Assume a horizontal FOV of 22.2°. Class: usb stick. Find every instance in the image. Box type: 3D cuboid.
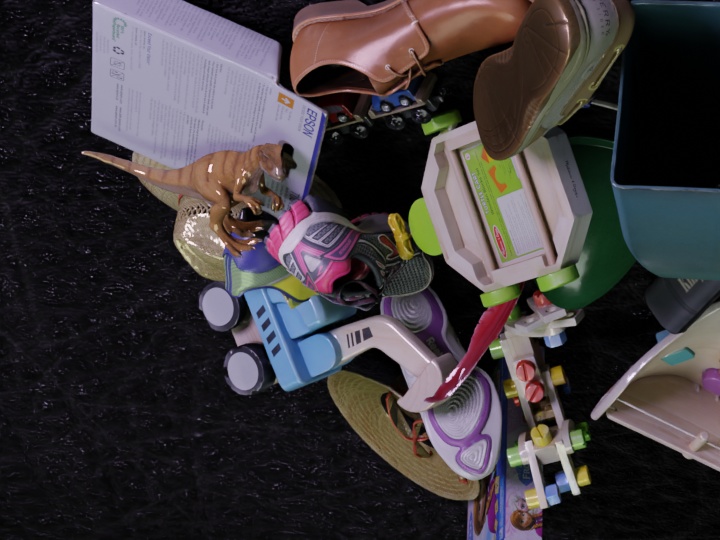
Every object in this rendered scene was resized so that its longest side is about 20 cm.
[{"bbox_3d":[0.286,-0.004,1.521,0.032,0.056,0.200,-20,162,-20],"label":"usb stick"}]

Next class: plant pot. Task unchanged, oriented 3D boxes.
[{"bbox_3d":[0.255,-0.074,1.291,0.140,0.143,0.200,3,157,12],"label":"plant pot"}]

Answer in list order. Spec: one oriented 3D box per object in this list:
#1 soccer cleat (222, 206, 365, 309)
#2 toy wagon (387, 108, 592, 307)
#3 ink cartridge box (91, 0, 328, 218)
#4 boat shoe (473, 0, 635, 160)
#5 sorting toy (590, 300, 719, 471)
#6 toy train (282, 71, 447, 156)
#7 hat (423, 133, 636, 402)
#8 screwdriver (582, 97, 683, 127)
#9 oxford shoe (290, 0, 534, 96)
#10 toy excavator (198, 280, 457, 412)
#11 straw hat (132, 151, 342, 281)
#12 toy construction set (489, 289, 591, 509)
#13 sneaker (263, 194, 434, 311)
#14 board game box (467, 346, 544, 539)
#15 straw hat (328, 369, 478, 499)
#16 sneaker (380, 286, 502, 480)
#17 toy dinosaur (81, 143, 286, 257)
[{"bbox_3d":[-0.036,-0.008,1.588,0.199,0.085,0.065,3,-162,-39],"label":"soccer cleat"},{"bbox_3d":[0.096,-0.052,1.429,0.039,0.157,0.199,-19,180,-37],"label":"toy wagon"},{"bbox_3d":[-0.117,-0.131,1.447,0.198,0.041,0.200,26,153,3],"label":"ink cartridge box"},{"bbox_3d":[0.133,-0.132,1.270,0.066,0.075,0.200,-13,168,-18],"label":"boat shoe"},{"bbox_3d":[0.340,0.096,1.655,0.198,0.107,0.181,25,142,-3],"label":"sorting toy"},{"bbox_3d":[-0.013,-0.127,1.452,0.199,0.034,0.046,-10,133,42],"label":"toy train"},{"bbox_3d":[0.167,0.015,1.471,0.164,0.178,0.200,16,155,-4],"label":"hat"},{"bbox_3d":[0.186,-0.119,1.368,0.198,0.028,0.029,18,111,-11],"label":"screwdriver"},{"bbox_3d":[0.039,-0.159,1.311,0.198,0.072,0.071,-10,144,28],"label":"oxford shoe"},{"bbox_3d":[-0.025,0.058,1.683,0.199,0.196,0.100,-26,174,34],"label":"toy excavator"},{"bbox_3d":[-0.117,-0.038,1.621,0.199,0.086,0.202,12,155,6],"label":"straw hat"},{"bbox_3d":[0.164,0.106,1.688,0.091,0.131,0.202,-2,109,8],"label":"toy construction set"},{"bbox_3d":[0.000,0.000,1.508,0.075,0.081,0.199,48,-159,28],"label":"sneaker"},{"bbox_3d":[0.144,0.204,1.839,0.041,0.202,0.200,6,155,-5],"label":"board game box"},{"bbox_3d":[0.068,0.139,1.857,0.200,0.085,0.202,36,159,16],"label":"straw hat"},{"bbox_3d":[0.083,0.106,1.721,0.074,0.202,0.100,-22,157,1],"label":"sneaker"},{"bbox_3d":[-0.119,-0.069,1.470,0.198,0.060,0.107,-5,116,38],"label":"toy dinosaur"}]
